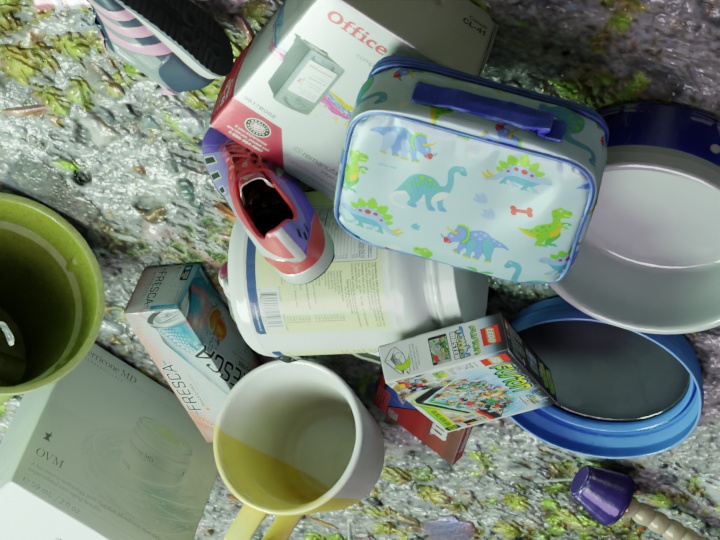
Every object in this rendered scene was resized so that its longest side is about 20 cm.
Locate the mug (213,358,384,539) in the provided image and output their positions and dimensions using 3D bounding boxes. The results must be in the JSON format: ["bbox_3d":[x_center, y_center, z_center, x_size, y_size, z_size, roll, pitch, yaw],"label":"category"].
[{"bbox_3d":[-0.062,0.181,1.913,0.186,0.149,0.153,-30,160,10],"label":"mug"}]

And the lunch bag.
[{"bbox_3d":[0.086,-0.077,1.508,0.200,0.082,0.161,14,141,4],"label":"lunch bag"}]

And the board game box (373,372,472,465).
[{"bbox_3d":[0.072,0.095,1.852,0.103,0.019,0.200,36,143,17],"label":"board game box"}]

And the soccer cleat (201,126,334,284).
[{"bbox_3d":[-0.087,-0.073,1.640,0.068,0.200,0.073,-35,140,3],"label":"soccer cleat"}]

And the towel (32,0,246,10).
[{"bbox_3d":[-0.195,-0.268,1.571,0.200,0.030,0.146,1,137,20],"label":"towel"}]

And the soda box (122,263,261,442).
[{"bbox_3d":[-0.154,0.084,1.926,0.068,0.064,0.200,-5,135,26],"label":"soda box"}]

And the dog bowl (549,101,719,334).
[{"bbox_3d":[0.243,-0.041,1.615,0.200,0.079,0.200,11,139,10],"label":"dog bowl"}]

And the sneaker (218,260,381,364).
[{"bbox_3d":[-0.038,0.049,1.834,0.200,0.074,0.087,18,141,11],"label":"sneaker"}]

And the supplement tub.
[{"bbox_3d":[0.000,0.000,1.700,0.200,0.145,0.145,-3,135,17],"label":"supplement tub"}]

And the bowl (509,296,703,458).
[{"bbox_3d":[0.219,0.098,1.811,0.200,0.039,0.201,11,140,10],"label":"bowl"}]

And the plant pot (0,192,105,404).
[{"bbox_3d":[-0.367,0.052,1.896,0.200,0.200,0.184,28,151,-10],"label":"plant pot"}]

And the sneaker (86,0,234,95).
[{"bbox_3d":[-0.195,-0.209,1.568,0.082,0.070,0.200,-23,126,36],"label":"sneaker"}]

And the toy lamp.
[{"bbox_3d":[0.298,0.253,1.942,0.200,0.058,0.058,30,139,-11],"label":"toy lamp"}]

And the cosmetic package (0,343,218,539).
[{"bbox_3d":[-0.264,0.210,2.005,0.199,0.200,0.123,34,136,-17],"label":"cosmetic package"}]

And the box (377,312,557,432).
[{"bbox_3d":[0.097,0.091,1.706,0.110,0.035,0.200,-16,159,13],"label":"box"}]

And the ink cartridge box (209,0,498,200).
[{"bbox_3d":[-0.009,-0.158,1.578,0.148,0.086,0.200,31,140,-14],"label":"ink cartridge box"}]
